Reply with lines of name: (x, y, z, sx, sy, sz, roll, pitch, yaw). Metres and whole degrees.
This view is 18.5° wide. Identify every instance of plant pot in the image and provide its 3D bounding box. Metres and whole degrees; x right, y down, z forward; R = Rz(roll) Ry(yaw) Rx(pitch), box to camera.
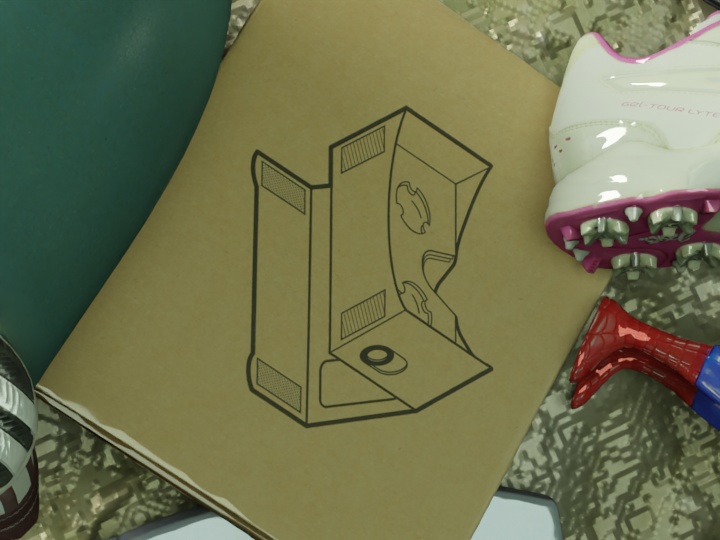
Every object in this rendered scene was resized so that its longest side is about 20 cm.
plant pot: (-0.135, -0.079, 0.702, 0.200, 0.201, 0.161, 41, 68, -5)

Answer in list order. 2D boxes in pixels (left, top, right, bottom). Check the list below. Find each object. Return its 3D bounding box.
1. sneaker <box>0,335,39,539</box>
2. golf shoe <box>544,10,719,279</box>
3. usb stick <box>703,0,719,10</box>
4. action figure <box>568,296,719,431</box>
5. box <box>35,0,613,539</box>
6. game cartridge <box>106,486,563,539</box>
sneaker: (-0.181, 0.031, 0.678, 0.200, 0.116, 0.076, 31, 69, 16)
golf shoe: (0.158, -0.057, 0.758, 0.199, 0.075, 0.092, -8, 64, 11)
usb stick: (0.111, -0.137, 0.799, 0.200, 0.033, 0.056, 31, 109, 1)
action figure: (0.169, 0.072, 0.777, 0.199, 0.065, 0.052, 22, 72, 12)
box: (0.000, 0.000, 0.779, 0.163, 0.021, 0.200, 34, 71, -7)
game cartridge: (-0.020, 0.144, 0.792, 0.199, 0.040, 0.134, -9, 94, -8)
